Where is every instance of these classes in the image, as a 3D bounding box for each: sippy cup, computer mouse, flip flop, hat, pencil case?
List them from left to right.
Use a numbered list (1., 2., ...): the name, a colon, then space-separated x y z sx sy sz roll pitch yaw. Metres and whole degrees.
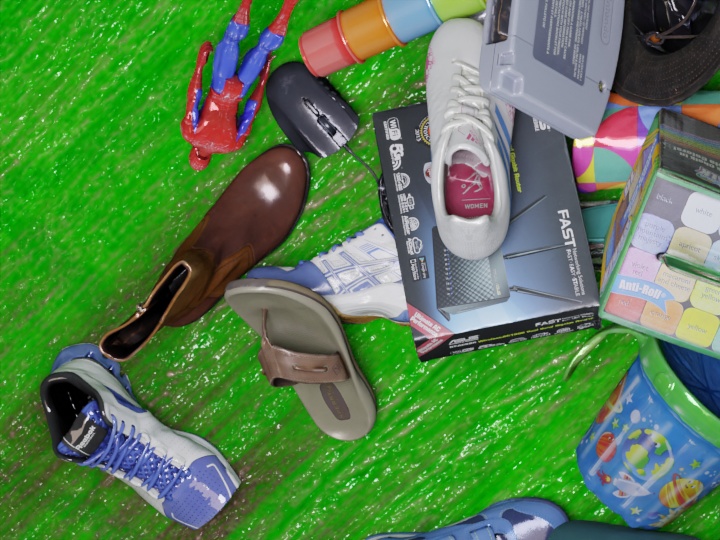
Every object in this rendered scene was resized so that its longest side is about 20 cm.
1. flip flop: -0.048 0.080 1.598 0.080 0.058 0.201 -5 133 28
2. computer mouse: -0.009 -0.098 1.599 0.059 0.034 0.200 -44 73 1
3. sippy cup: 0.247 0.135 1.563 0.131 0.139 0.178 -51 47 24
4. pencil case: 0.262 -0.103 1.547 0.198 0.088 0.089 1 98 13
5. hat: 0.268 -0.222 1.519 0.080 0.200 0.202 8 102 -31

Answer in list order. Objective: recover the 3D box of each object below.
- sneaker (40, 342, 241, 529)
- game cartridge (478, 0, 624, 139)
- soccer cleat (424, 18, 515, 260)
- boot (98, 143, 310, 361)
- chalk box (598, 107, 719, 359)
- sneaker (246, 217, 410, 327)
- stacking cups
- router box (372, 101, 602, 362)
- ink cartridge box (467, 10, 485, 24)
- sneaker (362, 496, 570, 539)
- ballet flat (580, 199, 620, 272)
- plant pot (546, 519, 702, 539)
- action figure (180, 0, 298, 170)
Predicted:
1. sneaker: -0.206 0.152 1.655 0.199 0.115 0.081 42 104 3
2. game cartridge: 0.152 -0.210 1.494 0.041 0.133 0.202 -4 71 39
3. soccer cleat: 0.085 -0.109 1.472 0.069 0.086 0.202 -5 72 5
4. boot: -0.125 -0.020 1.571 0.188 0.200 0.069 -43 88 13
5. chalk box: 0.252 -0.017 1.427 0.123 0.200 0.125 21 114 2
6. sneaker: 0.000 0.000 1.625 0.198 0.075 0.089 3 84 6
7. stacking cups: 0.044 -0.213 1.556 0.199 0.060 0.061 -21 93 23
8. router box: 0.099 -0.040 1.528 0.148 0.062 0.202 -11 72 3
9. ink cartridge box: 0.117 -0.243 1.576 0.118 0.042 0.202 -14 97 15
10. sneaker: 0.083 0.247 1.629 0.198 0.082 0.075 -18 93 11
11. ballet flat: 0.165 -0.021 1.584 0.198 0.074 0.075 3 98 11
12. plant pot: 0.211 0.273 1.546 0.140 0.200 0.143 7 100 10
13. action figure: -0.104 -0.162 1.603 0.065 0.052 0.201 11 126 -22
